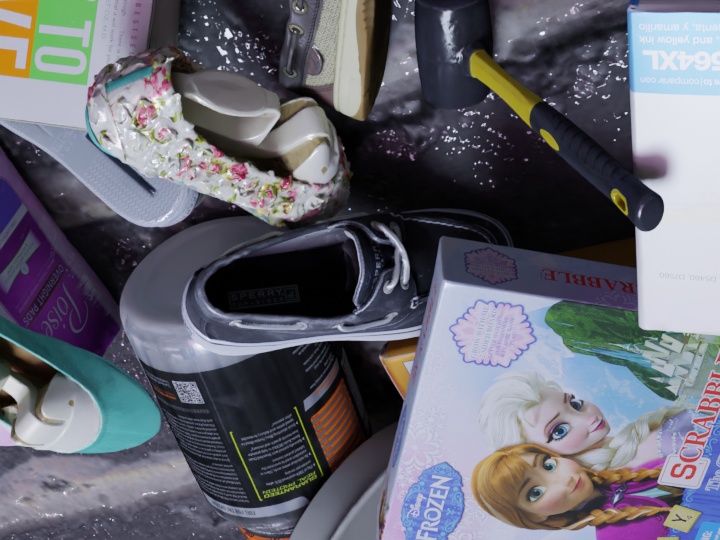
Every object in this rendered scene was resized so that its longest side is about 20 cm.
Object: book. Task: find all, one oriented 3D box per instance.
[{"bbox_3d":[-0.197,-0.151,0.758,0.197,0.048,0.136,8,94,14],"label":"book"}]

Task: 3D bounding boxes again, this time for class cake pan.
[{"bbox_3d":[0.013,0.179,0.899,0.037,0.199,0.202,32,138,30],"label":"cake pan"}]

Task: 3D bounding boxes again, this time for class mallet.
[{"bbox_3d":[0.081,-0.086,0.663,0.041,0.200,0.067,-21,124,-16],"label":"mallet"}]

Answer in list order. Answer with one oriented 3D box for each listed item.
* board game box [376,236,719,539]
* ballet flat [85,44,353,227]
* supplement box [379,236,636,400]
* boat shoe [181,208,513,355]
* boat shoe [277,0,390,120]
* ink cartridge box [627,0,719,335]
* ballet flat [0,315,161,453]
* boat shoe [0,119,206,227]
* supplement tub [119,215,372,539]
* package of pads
[{"bbox_3d":[0.120,0.088,0.757,0.196,0.041,0.202,8,125,-3],"label":"board game box"},{"bbox_3d":[-0.056,-0.069,0.730,0.063,0.077,0.199,-27,158,33],"label":"ballet flat"},{"bbox_3d":[0.114,0.035,0.813,0.197,0.067,0.069,-10,126,28],"label":"supplement box"},{"bbox_3d":[0.000,0.000,0.765,0.197,0.073,0.068,-8,167,-16],"label":"boat shoe"},{"bbox_3d":[-0.019,-0.163,0.694,0.064,0.074,0.202,8,131,8],"label":"boat shoe"},{"bbox_3d":[0.197,-0.063,0.656,0.123,0.129,0.202,4,129,18],"label":"ink cartridge box"},{"bbox_3d":[-0.208,0.066,0.812,0.199,0.071,0.067,33,115,-19],"label":"ballet flat"},{"bbox_3d":[-0.170,-0.099,0.808,0.072,0.062,0.200,-45,87,10],"label":"boat shoe"},{"bbox_3d":[-0.064,0.077,0.878,0.121,0.123,0.202,-3,127,23],"label":"supplement tub"},{"bbox_3d":[-0.246,0.001,0.886,0.075,0.121,0.201,-15,121,30],"label":"package of pads"}]
